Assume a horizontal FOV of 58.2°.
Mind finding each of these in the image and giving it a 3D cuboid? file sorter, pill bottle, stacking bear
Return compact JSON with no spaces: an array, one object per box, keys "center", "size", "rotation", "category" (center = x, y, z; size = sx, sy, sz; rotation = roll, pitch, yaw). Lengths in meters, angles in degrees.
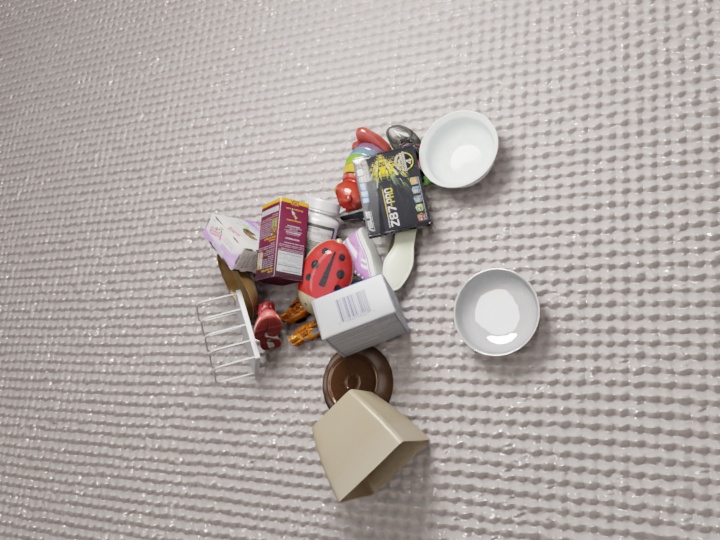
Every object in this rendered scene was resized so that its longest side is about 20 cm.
[{"center":[-0.353,0.182,1.727],"size":[0.123,0.139,0.202],"rotation":[-14,66,-17],"category":"file sorter"},{"center":[-0.120,-0.088,1.704],"size":[0.113,0.114,0.202],"rotation":[17,96,28],"category":"pill bottle"},{"center":[-0.002,-0.248,1.684],"size":[0.113,0.122,0.202],"rotation":[25,69,0],"category":"stacking bear"}]

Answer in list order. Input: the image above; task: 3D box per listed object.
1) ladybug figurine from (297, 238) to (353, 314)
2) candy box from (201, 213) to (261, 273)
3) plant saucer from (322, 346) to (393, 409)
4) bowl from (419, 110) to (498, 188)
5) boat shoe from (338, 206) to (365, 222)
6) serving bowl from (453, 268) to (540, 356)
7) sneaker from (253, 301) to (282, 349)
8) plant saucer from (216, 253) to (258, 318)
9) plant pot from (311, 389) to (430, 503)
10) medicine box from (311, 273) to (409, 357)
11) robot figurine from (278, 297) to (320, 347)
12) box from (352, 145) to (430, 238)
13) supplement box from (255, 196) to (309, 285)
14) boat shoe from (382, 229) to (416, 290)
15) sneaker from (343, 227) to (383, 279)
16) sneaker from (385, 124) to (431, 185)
[{"center":[-0.088,0.015,1.620],"size":[0.134,0.072,0.202],"rotation":[18,89,-1],"category":"ladybug figurine"},{"center":[-0.298,-0.066,1.744],"size":[0.168,0.199,0.072],"rotation":[46,111,33],"category":"candy box"},{"center":[-0.015,0.281,1.620],"size":[0.198,0.037,0.203],"rotation":[-7,73,24],"category":"plant saucer"},{"center":[0.253,-0.286,1.608],"size":[0.199,0.090,0.204],"rotation":[-7,74,24],"category":"bowl"},{"center":[0.029,-0.151,1.695],"size":[0.198,0.076,0.061],"rotation":[-11,112,38],"category":"boat shoe"},{"center":[0.318,0.100,1.488],"size":[0.198,0.066,0.203],"rotation":[-7,73,25],"category":"serving bowl"},{"center":[-0.251,0.122,1.695],"size":[0.077,0.201,0.117],"rotation":[-10,63,-15],"category":"sneaker"},{"center":[-0.330,0.033,1.774],"size":[0.035,0.201,0.200],"rotation":[-29,59,-23],"category":"plant saucer"},{"center":[0.009,0.386,1.484],"size":[0.200,0.200,0.177],"rotation":[-45,63,9],"category":"plant pot"},{"center":[0.004,0.112,1.543],"size":[0.180,0.200,0.104],"rotation":[-22,68,6],"category":"medicine box"},{"center":[-0.113,0.108,1.699],"size":[0.199,0.058,0.146],"rotation":[-34,65,15],"category":"robot figurine"},{"center":[0.077,-0.193,1.600],"size":[0.159,0.049,0.203],"rotation":[-11,85,4],"category":"box"},{"center":[-0.198,-0.070,1.633],"size":[0.110,0.085,0.203],"rotation":[-12,71,56],"category":"supplement box"},{"center":[0.103,-0.045,1.635],"size":[0.071,0.060,0.204],"rotation":[13,82,5],"category":"boat shoe"},{"center":[0.000,0.000,1.673],"size":[0.114,0.072,0.202],"rotation":[-33,55,20],"category":"sneaker"},{"center":[0.129,-0.312,1.679],"size":[0.077,0.084,0.201],"rotation":[-39,63,11],"category":"sneaker"}]
